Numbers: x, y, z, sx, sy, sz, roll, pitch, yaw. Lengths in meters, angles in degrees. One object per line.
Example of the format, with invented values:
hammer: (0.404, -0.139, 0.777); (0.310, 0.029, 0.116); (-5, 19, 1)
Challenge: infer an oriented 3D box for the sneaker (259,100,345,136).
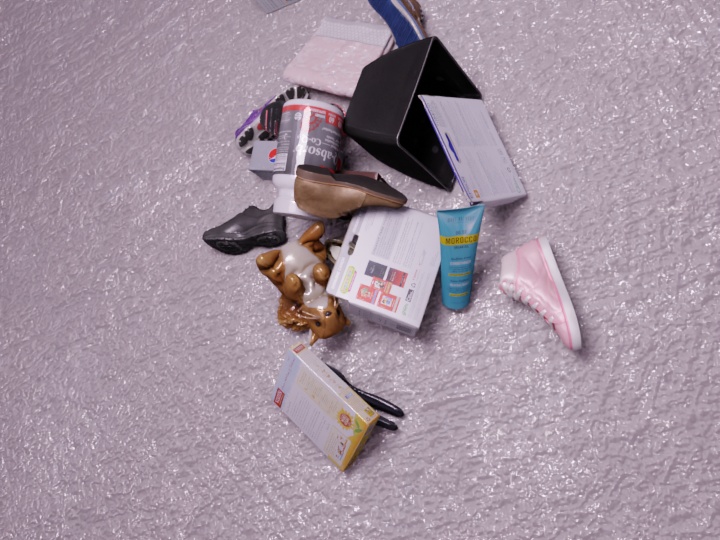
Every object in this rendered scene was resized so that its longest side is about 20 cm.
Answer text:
sneaker: (-0.115, -0.302, 1.242); (0.197, 0.087, 0.075); (8, 86, 17)

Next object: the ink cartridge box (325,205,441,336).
ink cartridge box: (0.050, -0.012, 1.054); (0.173, 0.084, 0.202); (20, 74, 5)

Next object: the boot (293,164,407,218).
boot: (-0.019, -0.125, 1.021); (0.197, 0.074, 0.077); (11, 110, -6)

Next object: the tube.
tube: (0.164, -0.024, 0.995); (0.076, 0.202, 0.051); (-10, 40, -5)

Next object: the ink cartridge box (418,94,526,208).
ink cartridge box: (0.184, -0.201, 1.011); (0.040, 0.199, 0.202); (-31, 77, 41)

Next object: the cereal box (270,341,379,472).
cereal box: (-0.070, 0.242, 1.059); (0.200, 0.039, 0.145); (41, 129, 20)

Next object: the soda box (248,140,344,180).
soda box: (-0.136, -0.230, 1.256); (0.197, 0.063, 0.069); (7, 80, 26)

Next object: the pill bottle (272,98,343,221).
pill bottle: (-0.099, -0.198, 1.084); (0.114, 0.116, 0.203); (8, 89, 26)

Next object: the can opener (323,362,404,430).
can opener: (-0.015, 0.234, 1.078); (0.198, 0.079, 0.064); (28, 80, 19)

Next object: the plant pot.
plant pot: (0.084, -0.292, 1.110); (0.176, 0.199, 0.203); (16, 83, 40)

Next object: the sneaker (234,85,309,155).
sneaker: (-0.205, -0.348, 1.316); (0.199, 0.081, 0.084); (-35, 47, 6)

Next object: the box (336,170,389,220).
box: (-0.043, -0.148, 1.171); (0.197, 0.100, 0.076); (8, 79, 26)

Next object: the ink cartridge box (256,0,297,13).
ink cartridge box: (-0.168, -0.696, 1.350); (0.197, 0.145, 0.084); (-12, 72, 21)

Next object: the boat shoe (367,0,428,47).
boat shoe: (0.095, -0.523, 1.219); (0.072, 0.072, 0.201); (-31, 86, -29)

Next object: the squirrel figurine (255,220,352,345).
squirrel figurine: (-0.096, 0.046, 1.117); (0.140, 0.200, 0.188); (-29, 79, -22)

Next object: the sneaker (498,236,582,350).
sneaker: (0.291, 0.048, 0.980); (0.103, 0.075, 0.203); (-19, 61, 14)

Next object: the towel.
towel: (-0.044, -0.462, 1.271); (0.198, 0.032, 0.193); (21, 71, 28)

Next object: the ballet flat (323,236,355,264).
ballet flat: (0.000, 0.000, 1.131); (0.199, 0.069, 0.070); (39, 93, 27)

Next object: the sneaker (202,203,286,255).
sneaker: (-0.247, -0.091, 1.272); (0.197, 0.076, 0.092); (-7, 63, 15)
